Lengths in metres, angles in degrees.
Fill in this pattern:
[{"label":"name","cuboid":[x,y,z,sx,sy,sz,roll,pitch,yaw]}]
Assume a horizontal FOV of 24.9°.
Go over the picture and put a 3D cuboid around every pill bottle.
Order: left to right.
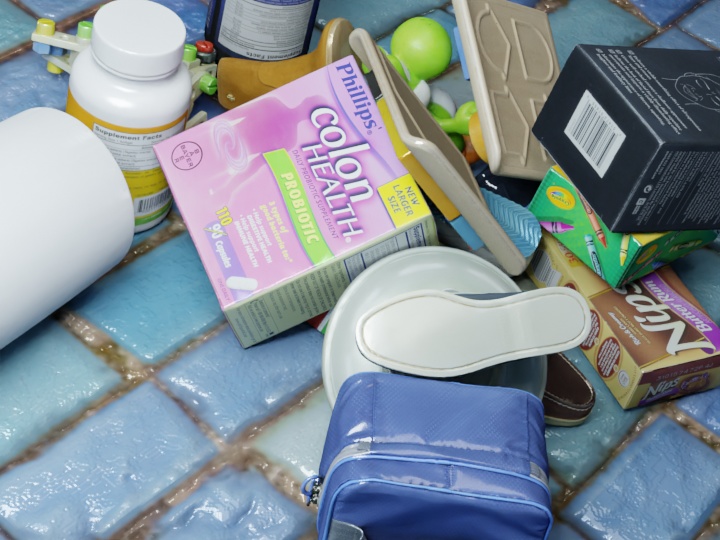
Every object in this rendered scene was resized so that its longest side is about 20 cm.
[{"label":"pill bottle","cuboid":[-0.213,-0.141,1.482,0.110,0.201,0.112,9,42,-8]},{"label":"pill bottle","cuboid":[-0.099,-0.268,1.652,0.111,0.201,0.112,9,43,-9]}]

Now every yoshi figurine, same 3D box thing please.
[{"label":"yoshi figurine","cuboid":[0.070,-0.181,1.611,0.111,0.200,0.113,-1,70,23]}]

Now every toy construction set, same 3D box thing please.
[{"label":"toy construction set","cuboid":[-0.219,-0.196,1.618,0.199,0.093,0.131,38,32,15]}]

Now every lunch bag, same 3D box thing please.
[{"label":"lunch bag","cuboid":[0.050,0.175,1.284,0.198,0.137,0.133,6,43,-7]}]

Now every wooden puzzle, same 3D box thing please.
[{"label":"wooden puzzle","cuboid":[0.061,-0.100,1.419,0.037,0.185,0.201,-35,39,8]},{"label":"wooden puzzle","cuboid":[0.146,-0.172,1.585,0.199,0.046,0.187,6,70,-57]}]

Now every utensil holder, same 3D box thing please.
[{"label":"utensil holder","cuboid":[-0.311,-0.026,1.359,0.169,0.171,0.200,33,42,17]}]

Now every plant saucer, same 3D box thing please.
[{"label":"plant saucer","cuboid":[0.068,0.077,1.375,0.198,0.050,0.202,1,83,-11]}]

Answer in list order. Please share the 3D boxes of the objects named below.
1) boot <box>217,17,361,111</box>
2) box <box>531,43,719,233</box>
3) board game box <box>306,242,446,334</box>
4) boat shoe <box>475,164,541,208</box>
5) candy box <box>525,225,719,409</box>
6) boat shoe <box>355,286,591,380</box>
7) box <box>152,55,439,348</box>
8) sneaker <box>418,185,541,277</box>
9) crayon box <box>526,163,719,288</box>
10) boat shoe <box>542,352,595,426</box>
[{"label":"boot","cuboid":[-0.074,-0.183,1.571,0.143,0.202,0.071,21,59,15]},{"label":"box","cuboid":[0.289,-0.124,1.524,0.198,0.108,0.149,-2,44,-34]},{"label":"board game box","cuboid":[0.000,0.000,1.522,0.199,0.041,0.153,36,46,20]},{"label":"boat shoe","cuboid":[0.177,-0.134,1.679,0.069,0.084,0.200,46,39,-13]},{"label":"candy box","cuboid":[0.252,0.034,1.557,0.116,0.057,0.201,-9,47,-28]},{"label":"boat shoe","cuboid":[0.087,0.048,1.324,0.198,0.062,0.076,-10,82,-16]},{"label":"box","cuboid":[-0.056,-0.061,1.442,0.199,0.097,0.177,-24,66,-3]},{"label":"sneaker","cuboid":[0.079,-0.061,1.570,0.199,0.081,0.077,38,68,11]},{"label":"crayon box","cuboid":[0.267,-0.064,1.579,0.119,0.059,0.199,43,38,22]},{"label":"boat shoe","cuboid":[0.135,0.065,1.446,0.199,0.072,0.072,36,47,-7]}]
